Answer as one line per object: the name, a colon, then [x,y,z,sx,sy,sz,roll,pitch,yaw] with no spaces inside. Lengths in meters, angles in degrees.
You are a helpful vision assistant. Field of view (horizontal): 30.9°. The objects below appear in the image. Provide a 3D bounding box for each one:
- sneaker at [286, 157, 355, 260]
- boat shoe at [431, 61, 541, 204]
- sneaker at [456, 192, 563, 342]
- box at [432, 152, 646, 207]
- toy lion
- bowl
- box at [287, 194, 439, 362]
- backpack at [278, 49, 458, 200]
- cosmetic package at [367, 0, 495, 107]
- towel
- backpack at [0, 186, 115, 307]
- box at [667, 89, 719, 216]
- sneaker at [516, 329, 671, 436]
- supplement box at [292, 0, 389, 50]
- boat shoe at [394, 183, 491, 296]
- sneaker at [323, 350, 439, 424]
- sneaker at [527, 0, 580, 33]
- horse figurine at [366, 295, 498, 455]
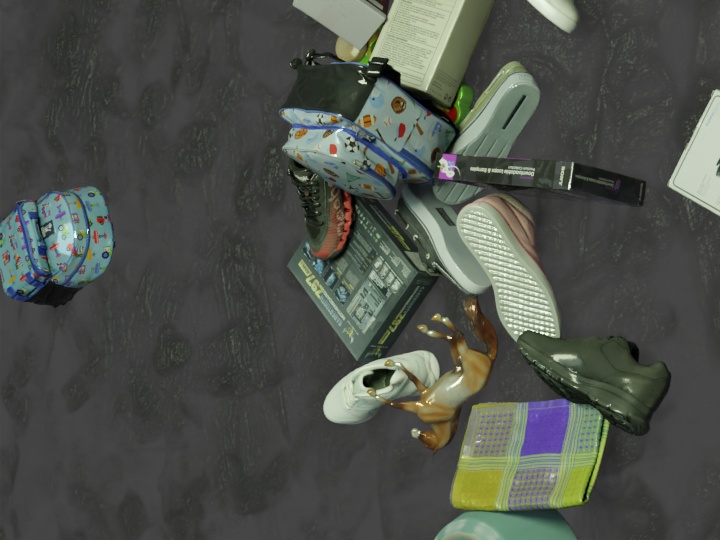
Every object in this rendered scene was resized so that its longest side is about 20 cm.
sneaker: [-0.055,-0.107,1.706,0.071,0.098,0.201,23,114,41]
boat shoe: [0.156,-0.168,1.612,0.200,0.072,0.062,-52,24,29]
sneaker: [0.193,-0.005,1.554,0.075,0.105,0.200,-26,97,32]
box: [0.204,-0.105,1.492,0.200,0.143,0.036,11,93,45]
toy lion: [0.061,-0.233,1.716,0.192,0.069,0.200,-8,80,38]
bowl: [0.153,0.360,1.524,0.201,0.105,0.201,-7,80,44]
box: [0.000,0.000,1.754,0.200,0.051,0.158,52,120,35]
backpack: [0.013,-0.169,1.585,0.200,0.190,0.154,23,92,58]
cosmetic package: [0.097,-0.318,1.638,0.105,0.071,0.200,26,93,33]
towel: [0.193,0.212,1.513,0.200,0.023,0.144,-8,52,44]
backpack: [-0.517,-0.051,2.231,0.200,0.134,0.183,-30,66,37]
box: [0.425,-0.091,1.324,0.200,0.060,0.117,37,112,41]
sneaker: [0.263,0.108,1.461,0.200,0.076,0.091,30,77,40]
supplement box: [-0.018,-0.381,1.705,0.061,0.109,0.200,-47,19,33]
boat shoe: [0.098,-0.030,1.648,0.200,0.070,0.066,56,131,34]
sneaker: [0.009,0.151,1.711,0.200,0.080,0.070,-31,67,41]
sneaker: [0.219,-0.376,1.554,0.085,0.073,0.200,-40,63,27]
horse figurine: [0.105,0.129,1.607,0.200,0.133,0.050,-50,12,15]
